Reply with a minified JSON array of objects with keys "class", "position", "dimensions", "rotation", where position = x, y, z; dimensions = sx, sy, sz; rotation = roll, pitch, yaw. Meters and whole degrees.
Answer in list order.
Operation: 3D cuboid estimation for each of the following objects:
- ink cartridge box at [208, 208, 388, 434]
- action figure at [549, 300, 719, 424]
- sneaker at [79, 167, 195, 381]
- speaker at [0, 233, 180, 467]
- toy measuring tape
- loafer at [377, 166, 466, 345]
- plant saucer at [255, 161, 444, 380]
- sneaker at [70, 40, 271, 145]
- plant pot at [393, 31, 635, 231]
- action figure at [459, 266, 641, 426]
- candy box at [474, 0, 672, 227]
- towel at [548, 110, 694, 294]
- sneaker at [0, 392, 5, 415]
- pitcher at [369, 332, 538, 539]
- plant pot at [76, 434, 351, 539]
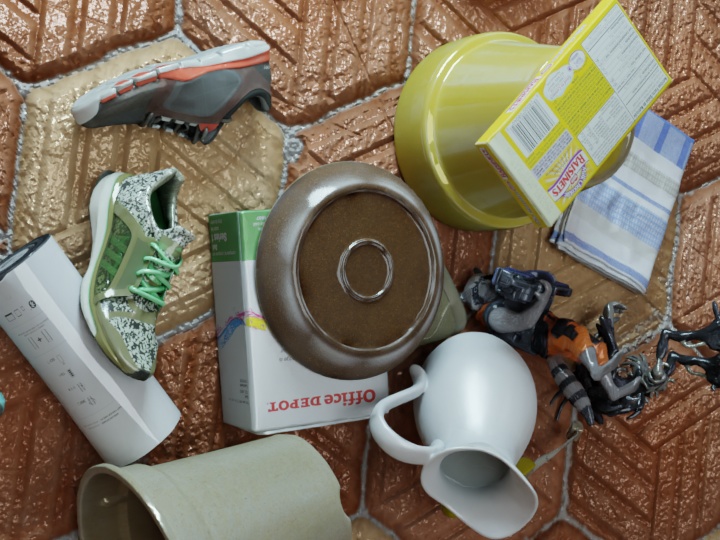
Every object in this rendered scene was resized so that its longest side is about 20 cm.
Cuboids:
[{"class":"ink cartridge box","position":[-0.058,0.042,1.184],"dimensions":[0.144,0.084,0.202],"rotation":[-5,92,-29]},{"class":"action figure","position":[0.298,0.101,1.370],"dimensions":[0.198,0.103,0.119],"rotation":[-16,133,10]},{"class":"sneaker","position":[-0.183,-0.007,1.072],"dimensions":[0.077,0.088,0.202],"rotation":[28,49,-51]},{"class":"speaker","position":[-0.242,0.072,1.088],"dimensions":[0.081,0.081,0.201],"rotation":[-41,108,-22]},{"class":"toy measuring tape","position":[0.148,0.194,1.313],"dimensions":[0.199,0.073,0.074],"rotation":[-30,104,-35]},{"class":"loafer","position":[0.039,-0.009,1.242],"dimensions":[0.067,0.076,0.201],"rotation":[-38,107,-29]},{"class":"plant saucer","position":[0.000,0.000,1.152],"dimensions":[0.199,0.032,0.202],"rotation":[1,89,-31]},{"class":"sneaker","position":[-0.160,-0.149,1.137],"dimensions":[0.199,0.077,0.083],"rotation":[-21,106,-26]},{"class":"plant pot","position":[0.163,-0.141,1.245],"dimensions":[0.199,0.188,0.203],"rotation":[0,91,-29]},{"class":"action figure","position":[0.175,0.059,1.263],"dimensions":[0.105,0.193,0.200],"rotation":[-60,151,9]},{"class":"candy box","position":[0.196,-0.144,1.141],"dimensions":[0.200,0.026,0.102],"rotation":[-48,113,-20]},{"class":"towel","position":[0.297,-0.088,1.411],"dimensions":[0.146,0.024,0.201],"rotation":[28,77,-26]},{"class":"sneaker","position":[-0.390,0.132,1.023],"dimensions":[0.198,0.078,0.092],"rotation":[-4,108,-25]},{"class":"pitcher","position":[0.089,0.135,1.199],"dimensions":[0.171,0.201,0.121],"rotation":[32,119,-13]},{"class":"plant pot","position":[-0.116,0.232,1.087],"dimensions":[0.183,0.200,0.202],"rotation":[-19,99,-36]}]
